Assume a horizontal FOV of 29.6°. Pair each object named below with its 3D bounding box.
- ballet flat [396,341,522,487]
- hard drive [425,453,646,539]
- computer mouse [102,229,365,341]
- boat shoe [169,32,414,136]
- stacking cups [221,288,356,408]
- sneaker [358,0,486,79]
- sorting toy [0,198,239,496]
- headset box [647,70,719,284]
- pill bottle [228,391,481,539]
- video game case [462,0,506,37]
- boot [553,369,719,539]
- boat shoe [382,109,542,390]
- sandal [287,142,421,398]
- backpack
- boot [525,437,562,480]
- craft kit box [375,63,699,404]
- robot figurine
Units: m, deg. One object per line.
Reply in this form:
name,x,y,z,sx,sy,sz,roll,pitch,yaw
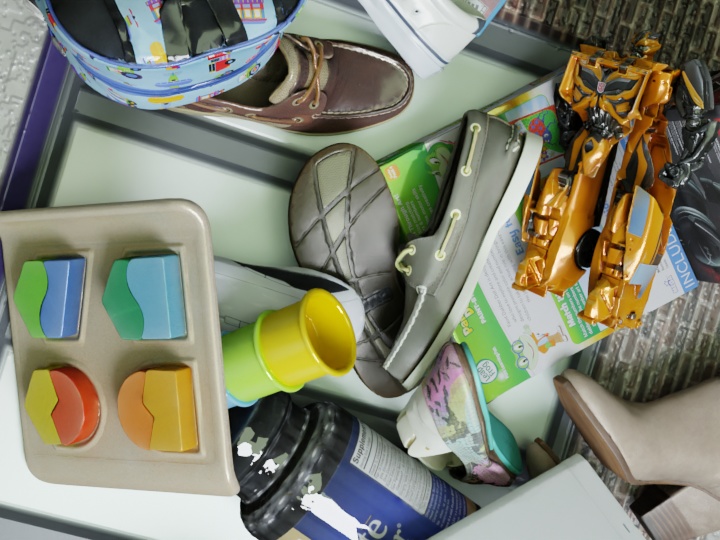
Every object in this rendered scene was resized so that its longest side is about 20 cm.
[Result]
ballet flat,0.066,0.113,0.971,0.071,0.200,0.069,-18,61,7
hard drive,0.119,0.220,0.936,0.200,0.026,0.132,-21,66,-36
computer mouse,-0.095,0.025,0.956,0.199,0.044,0.110,10,114,-3
boat shoe,-0.053,-0.135,0.967,0.199,0.072,0.072,5,94,-14
stacking cups,-0.099,0.068,0.931,0.199,0.060,0.061,-20,102,31
sneaker,0.012,-0.230,0.966,0.071,0.073,0.200,-38,116,11
sorting toy,-0.171,0.055,0.915,0.036,0.185,0.201,-20,105,-56
headset box,0.281,-0.067,0.989,0.077,0.200,0.149,-28,101,-10
pill bottle,-0.015,0.166,0.982,0.200,0.112,0.112,36,86,-14
video game case,0.053,-0.291,1.008,0.200,0.018,0.143,38,86,-13
boot,0.254,0.117,1.054,0.146,0.070,0.200,-36,115,-2
boat shoe,0.060,-0.015,0.966,0.060,0.072,0.202,26,89,-4
sandal,0.000,0.000,1.006,0.081,0.055,0.201,-26,114,-4
backpack,-0.124,-0.187,0.872,0.182,0.135,0.200,-18,62,-15
boot,0.139,0.250,1.053,0.146,0.070,0.200,-36,93,1
craft kit box,0.131,-0.032,1.037,0.197,0.049,0.201,-27,100,-13
robot figurine,0.172,-0.068,0.952,0.058,0.145,0.201,0,107,-39
